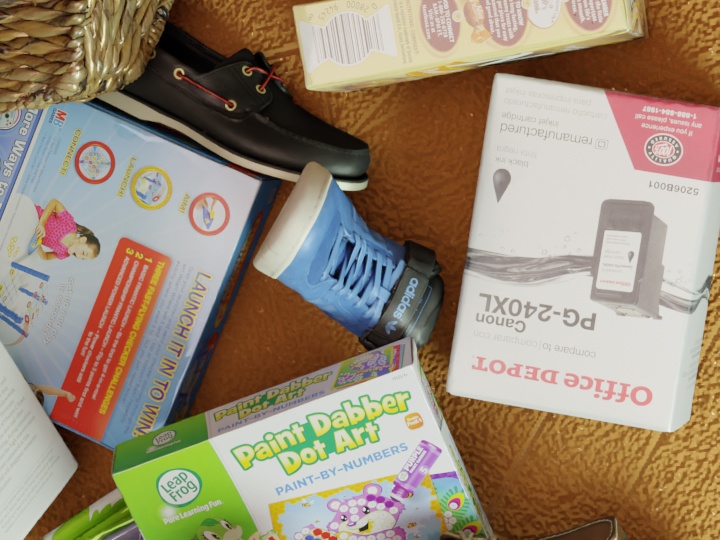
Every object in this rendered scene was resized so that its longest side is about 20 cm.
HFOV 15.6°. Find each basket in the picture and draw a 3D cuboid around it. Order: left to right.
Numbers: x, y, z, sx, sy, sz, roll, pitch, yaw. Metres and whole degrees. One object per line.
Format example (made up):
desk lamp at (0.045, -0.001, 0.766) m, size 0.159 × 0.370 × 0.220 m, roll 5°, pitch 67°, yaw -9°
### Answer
basket at (-0.217, -0.177, 1.634) m, size 0.199 × 0.149 × 0.144 m, roll 11°, pitch 108°, yaw 22°

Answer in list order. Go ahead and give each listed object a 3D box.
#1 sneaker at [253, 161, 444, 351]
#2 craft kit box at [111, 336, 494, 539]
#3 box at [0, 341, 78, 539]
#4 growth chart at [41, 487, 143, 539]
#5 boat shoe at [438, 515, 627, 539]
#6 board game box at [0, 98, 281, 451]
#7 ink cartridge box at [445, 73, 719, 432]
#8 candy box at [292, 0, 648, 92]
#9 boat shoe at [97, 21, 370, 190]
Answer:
sneaker at (0.001, -0.001, 1.579) m, size 0.111 × 0.200 × 0.077 m, roll 29°, pitch 83°, yaw 4°
craft kit box at (-0.024, 0.162, 1.615) m, size 0.199 × 0.049 × 0.198 m, roll -21°, pitch 111°, yaw 9°
box at (-0.290, 0.082, 1.642) m, size 0.124 × 0.098 × 0.201 m, roll -15°, pitch 115°, yaw 35°
growth chart at (-0.100, 0.210, 1.679) m, size 0.145 × 0.018 × 0.200 m, roll -38°, pitch 101°, yaw 14°
boat shoe at (0.064, 0.196, 1.568) m, size 0.199 × 0.076 × 0.074 m, roll -28°, pitch 106°, yaw 12°
board game box at (-0.178, -0.006, 1.688) m, size 0.195 × 0.056 × 0.201 m, roll 24°, pitch 98°, yaw 10°
ink cartridge box at (0.141, -0.010, 1.603) m, size 0.144 × 0.083 × 0.201 m, roll 9°, pitch 94°, yaw 12°
candy box at (0.069, -0.151, 1.596) m, size 0.199 × 0.115 × 0.056 m, roll -9°, pitch 92°, yaw 13°
boat shoe at (-0.081, -0.108, 1.652) m, size 0.201 × 0.074 × 0.063 m, roll 26°, pitch 106°, yaw 14°
